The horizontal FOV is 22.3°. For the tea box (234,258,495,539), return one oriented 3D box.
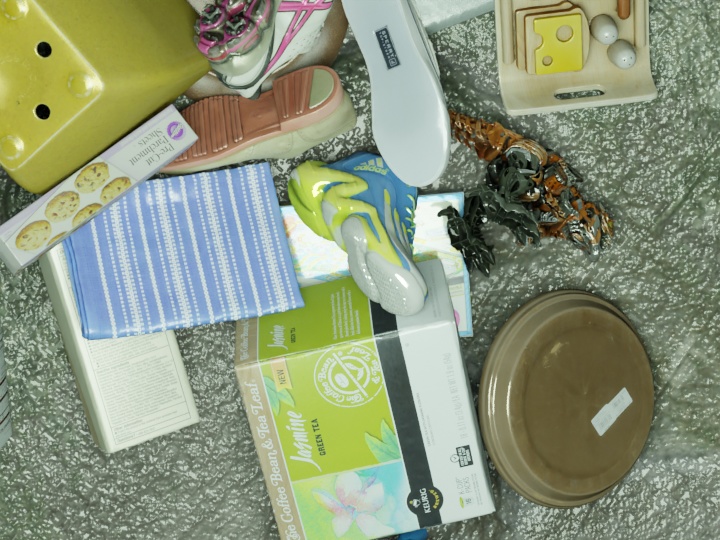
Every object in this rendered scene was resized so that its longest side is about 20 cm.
[{"bbox_3d":[0.003,0.121,1.627,0.195,0.134,0.201,-13,115,4],"label":"tea box"}]

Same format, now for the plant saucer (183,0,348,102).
[{"bbox_3d":[-0.108,-0.242,1.646,0.199,0.037,0.202,0,98,-2],"label":"plant saucer"}]

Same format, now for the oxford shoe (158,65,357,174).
[{"bbox_3d":[-0.097,-0.118,1.648,0.199,0.074,0.071,-14,56,18],"label":"oxford shoe"}]

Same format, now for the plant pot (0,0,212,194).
[{"bbox_3d":[-0.265,-0.181,1.550,0.195,0.200,0.194,-38,97,18],"label":"plant pot"}]

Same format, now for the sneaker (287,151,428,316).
[{"bbox_3d":[0.023,-0.046,1.591,0.105,0.200,0.076,-26,140,-19],"label":"sneaker"}]

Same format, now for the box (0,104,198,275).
[{"bbox_3d":[-0.229,-0.070,1.568,0.200,0.039,0.042,-38,92,-24],"label":"box"}]

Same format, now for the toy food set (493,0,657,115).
[{"bbox_3d":[0.193,-0.239,1.614,0.142,0.060,0.201,-8,116,-5],"label":"toy food set"}]

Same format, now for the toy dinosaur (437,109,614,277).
[{"bbox_3d":[0.137,-0.072,1.648,0.199,0.136,0.102,28,142,9],"label":"toy dinosaur"}]

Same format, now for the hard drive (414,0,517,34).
[{"bbox_3d":[0.084,-0.296,1.644,0.199,0.033,0.140,-20,98,2],"label":"hard drive"}]

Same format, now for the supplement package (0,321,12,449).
[{"bbox_3d":[-0.424,0.073,1.628,0.190,0.147,0.201,-5,97,-1],"label":"supplement package"}]

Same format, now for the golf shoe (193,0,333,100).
[{"bbox_3d":[-0.059,-0.240,1.601,0.200,0.072,0.092,-47,139,-10],"label":"golf shoe"}]

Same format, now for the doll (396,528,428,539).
[{"bbox_3d":[0.071,0.284,1.663,0.048,0.137,0.199,-33,140,32],"label":"doll"}]

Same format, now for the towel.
[{"bbox_3d":[-0.159,-0.019,1.598,0.199,0.024,0.146,-9,68,-16],"label":"towel"}]

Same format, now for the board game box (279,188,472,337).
[{"bbox_3d":[0.000,0.000,1.684,0.199,0.034,0.135,-4,98,-1],"label":"board game box"}]

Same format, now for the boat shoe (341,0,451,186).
[{"bbox_3d":[0.042,-0.175,1.604,0.073,0.065,0.201,-11,93,23],"label":"boat shoe"}]

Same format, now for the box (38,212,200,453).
[{"bbox_3d":[-0.222,0.053,1.654,0.094,0.078,0.201,-17,98,-17],"label":"box"}]

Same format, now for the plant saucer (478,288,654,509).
[{"bbox_3d":[0.195,0.117,1.660,0.199,0.029,0.202,0,90,-32],"label":"plant saucer"}]
